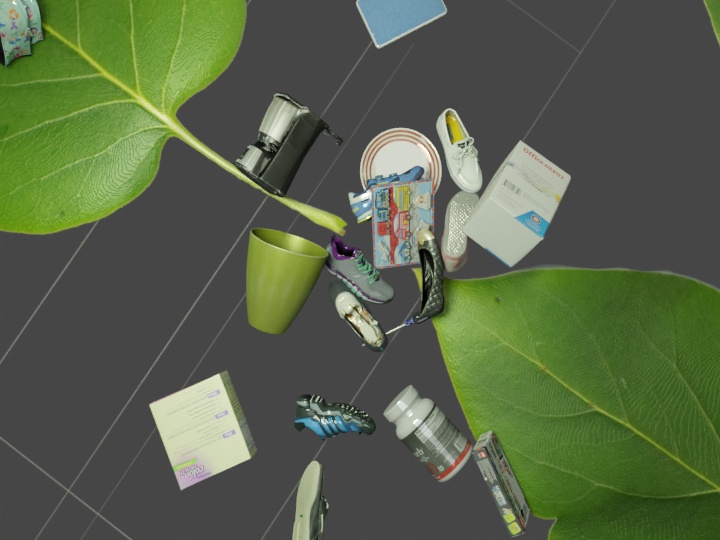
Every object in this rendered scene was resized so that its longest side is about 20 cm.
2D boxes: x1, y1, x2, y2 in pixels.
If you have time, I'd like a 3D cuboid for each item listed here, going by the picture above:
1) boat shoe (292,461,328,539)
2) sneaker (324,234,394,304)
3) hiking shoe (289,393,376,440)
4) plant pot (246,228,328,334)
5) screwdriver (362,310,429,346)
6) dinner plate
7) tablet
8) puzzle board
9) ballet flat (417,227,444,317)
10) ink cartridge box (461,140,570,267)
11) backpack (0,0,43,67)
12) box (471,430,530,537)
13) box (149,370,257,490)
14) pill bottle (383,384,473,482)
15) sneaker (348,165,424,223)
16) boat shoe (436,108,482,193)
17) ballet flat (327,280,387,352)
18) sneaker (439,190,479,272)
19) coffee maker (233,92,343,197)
[{"bbox_3d":[-0.108,0.545,1.521,0.066,0.071,0.206,14,78,-35],"label":"boat shoe"},{"bbox_3d":[0.000,0.000,1.522,0.197,0.088,0.075,31,49,2],"label":"sneaker"},{"bbox_3d":[-0.060,0.352,1.526,0.195,0.074,0.089,15,94,11],"label":"hiking shoe"},{"bbox_3d":[-0.186,0.032,1.497,0.182,0.187,0.205,17,101,1],"label":"plant pot"},{"bbox_3d":[0.092,0.135,1.554,0.196,0.029,0.028,-28,105,-2],"label":"screwdriver"},{"bbox_3d":[0.096,-0.237,1.578,0.194,0.024,0.207,0,86,-1],"label":"dinner plate"},{"bbox_3d":[0.100,-0.641,1.607,0.196,0.014,0.133,-27,87,-1],"label":"tablet"},{"bbox_3d":[0.099,-0.104,1.517,0.146,0.017,0.205,-7,116,-8],"label":"puzzle board"},{"bbox_3d":[0.155,0.006,1.507,0.055,0.066,0.206,-9,94,-27],"label":"ballet flat"},{"bbox_3d":[0.350,-0.149,1.478,0.146,0.145,0.202,35,59,1],"label":"ink cartridge box"},{"bbox_3d":[-0.827,-0.598,1.511,0.150,0.200,0.178,-39,86,-22],"label":"backpack"},{"bbox_3d":[0.319,0.479,1.492,0.034,0.110,0.204,-26,87,23],"label":"box"},{"bbox_3d":[-0.355,0.360,1.506,0.172,0.097,0.205,-23,86,-2],"label":"box"},{"bbox_3d":[0.151,0.367,1.497,0.116,0.116,0.200,-44,87,-2],"label":"pill bottle"},{"bbox_3d":[0.059,-0.193,1.529,0.197,0.074,0.083,-34,85,-3],"label":"sneaker"},{"bbox_3d":[0.238,-0.286,1.543,0.073,0.086,0.207,-17,82,-7],"label":"boat shoe"},{"bbox_3d":[-0.007,0.104,1.529,0.073,0.073,0.201,-38,84,-2],"label":"ballet flat"},{"bbox_3d":[0.228,-0.086,1.553,0.073,0.106,0.204,14,57,9],"label":"sneaker"},{"bbox_3d":[-0.167,-0.274,1.525,0.189,0.135,0.203,30,88,1],"label":"coffee maker"}]
